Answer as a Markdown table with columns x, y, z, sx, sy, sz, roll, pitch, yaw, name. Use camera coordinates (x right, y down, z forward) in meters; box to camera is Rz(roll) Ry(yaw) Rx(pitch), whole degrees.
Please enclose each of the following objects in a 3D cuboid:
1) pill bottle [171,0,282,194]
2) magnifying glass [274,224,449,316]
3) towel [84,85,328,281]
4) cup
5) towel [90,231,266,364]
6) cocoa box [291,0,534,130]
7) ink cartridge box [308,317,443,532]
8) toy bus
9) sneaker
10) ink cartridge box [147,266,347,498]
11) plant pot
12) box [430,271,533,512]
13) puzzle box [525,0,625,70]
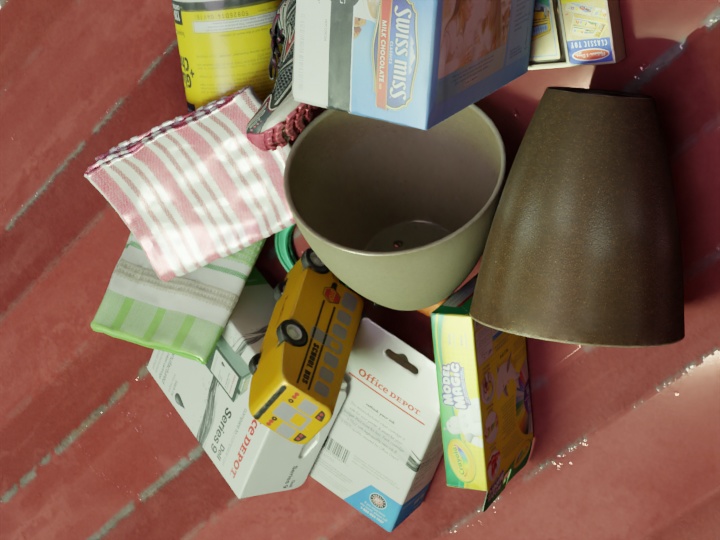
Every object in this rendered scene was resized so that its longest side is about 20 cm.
| x | y | z | sx | sy | sz | roll | pitch | yaw | name |
| --- | --- | --- | --- | --- | --- | --- | --- | --- | --- |
| -0.113 | -0.180 | 1.626 | 0.111 | 0.112 | 0.202 | 4 | 110 | 31 | pill bottle |
| 0.000 | 0.000 | 1.683 | 0.199 | 0.022 | 0.080 | 24 | 120 | 22 | magnifying glass |
| -0.145 | -0.076 | 1.608 | 0.199 | 0.030 | 0.147 | -22 | 117 | 26 | towel |
| 0.040 | -0.046 | 1.553 | 0.199 | 0.201 | 0.144 | 19 | 146 | 25 | cup |
| -0.174 | -0.016 | 1.701 | 0.148 | 0.201 | 0.031 | 13 | 159 | 28 | towel |
| 0.050 | -0.215 | 1.421 | 0.130 | 0.200 | 0.135 | 16 | 117 | 26 | cocoa box |
| 0.031 | 0.142 | 1.689 | 0.116 | 0.068 | 0.201 | 33 | 123 | 19 | ink cartridge box |
| -0.050 | 0.063 | 1.615 | 0.078 | 0.201 | 0.065 | 32 | 129 | -13 | toy bus |
| -0.055 | -0.198 | 1.546 | 0.074 | 0.201 | 0.081 | 26 | 161 | 1 | sneaker |
| -0.117 | 0.106 | 1.720 | 0.200 | 0.084 | 0.147 | 49 | 129 | 35 | ink cartridge box |
| 0.193 | -0.052 | 1.458 | 0.186 | 0.186 | 0.202 | 9 | 100 | 29 | plant pot |
| 0.117 | 0.113 | 1.593 | 0.048 | 0.117 | 0.202 | 3 | 111 | 29 | box |
| 0.130 | -0.241 | 1.501 | 0.199 | 0.025 | 0.134 | -1 | 109 | 33 | puzzle box |
